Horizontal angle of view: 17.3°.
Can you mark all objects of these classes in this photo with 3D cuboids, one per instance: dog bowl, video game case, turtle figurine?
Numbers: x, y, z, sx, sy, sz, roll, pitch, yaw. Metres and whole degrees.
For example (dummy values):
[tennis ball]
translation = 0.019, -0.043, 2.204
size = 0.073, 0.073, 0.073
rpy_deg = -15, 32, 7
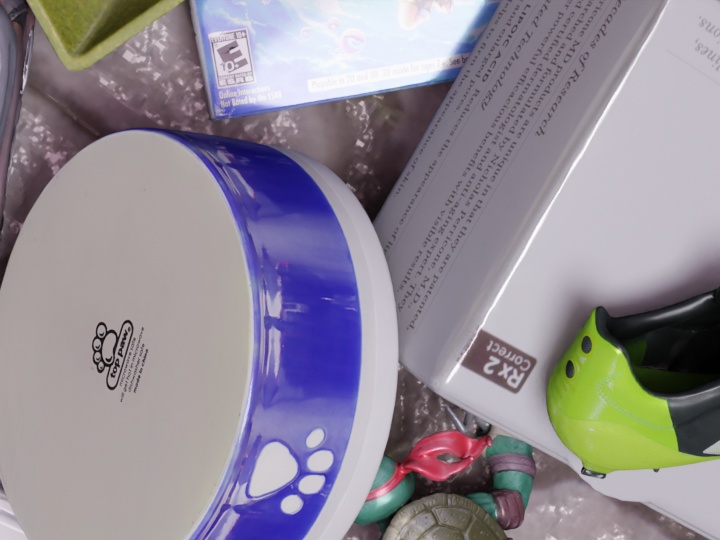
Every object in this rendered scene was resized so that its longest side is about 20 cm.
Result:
[dog bowl]
translation = -0.077, 0.040, 1.025
size = 0.079, 0.200, 0.201
rpy_deg = 9, 98, -41
[video game case]
translation = 0.013, -0.175, 1.086
size = 0.199, 0.045, 0.182
rpy_deg = -10, 96, -2
[turtle figurine]
translation = 0.036, 0.144, 1.102
size = 0.149, 0.101, 0.201
rpy_deg = -33, 103, 1

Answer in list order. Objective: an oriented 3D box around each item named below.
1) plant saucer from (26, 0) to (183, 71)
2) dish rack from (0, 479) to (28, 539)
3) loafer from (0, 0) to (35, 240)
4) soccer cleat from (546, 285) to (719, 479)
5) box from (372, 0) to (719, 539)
[plant saucer]
translation = -0.092, -0.222, 1.028
size = 0.199, 0.048, 0.201
rpy_deg = -30, 88, 27
[dish rack]
translation = -0.215, 0.157, 1.101
size = 0.199, 0.044, 0.172
rpy_deg = 26, 104, -6
[loafer]
translation = -0.186, -0.037, 1.082
size = 0.072, 0.063, 0.201
rpy_deg = 23, 113, 13
[soccer cleat]
translation = 0.171, 0.038, 0.951
size = 0.199, 0.068, 0.081
rpy_deg = -6, 141, -21
[box]
translation = 0.129, -0.011, 1.038
size = 0.198, 0.131, 0.201
rpy_deg = 28, 95, -28
